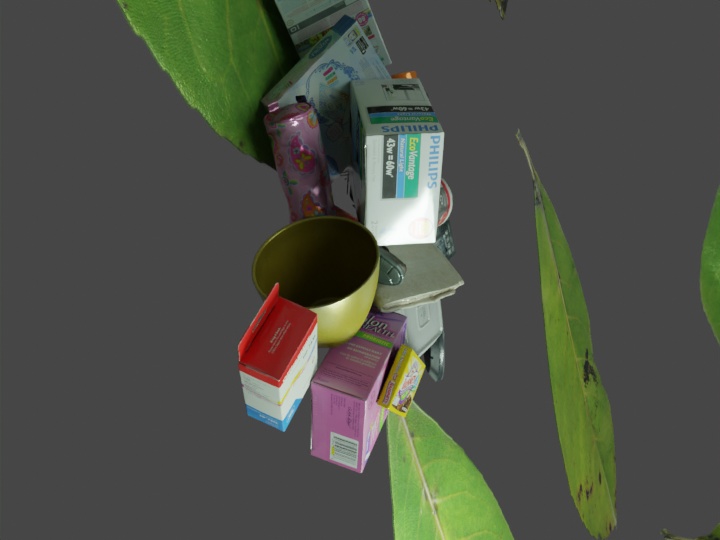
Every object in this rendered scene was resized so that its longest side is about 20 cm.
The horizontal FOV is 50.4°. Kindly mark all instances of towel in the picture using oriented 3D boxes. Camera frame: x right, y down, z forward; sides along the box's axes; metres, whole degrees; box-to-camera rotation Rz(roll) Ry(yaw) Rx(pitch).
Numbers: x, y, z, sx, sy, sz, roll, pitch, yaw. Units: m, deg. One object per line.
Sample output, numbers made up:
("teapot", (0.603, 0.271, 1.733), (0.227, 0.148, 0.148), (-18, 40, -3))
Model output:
("towel", (0.078, 0.003, 1.338), (0.197, 0.035, 0.133), (-11, 51, -35))

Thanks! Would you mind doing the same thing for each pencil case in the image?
("pencil case", (-0.096, -0.168, 1.221), (0.088, 0.085, 0.204), (-54, 139, -50))

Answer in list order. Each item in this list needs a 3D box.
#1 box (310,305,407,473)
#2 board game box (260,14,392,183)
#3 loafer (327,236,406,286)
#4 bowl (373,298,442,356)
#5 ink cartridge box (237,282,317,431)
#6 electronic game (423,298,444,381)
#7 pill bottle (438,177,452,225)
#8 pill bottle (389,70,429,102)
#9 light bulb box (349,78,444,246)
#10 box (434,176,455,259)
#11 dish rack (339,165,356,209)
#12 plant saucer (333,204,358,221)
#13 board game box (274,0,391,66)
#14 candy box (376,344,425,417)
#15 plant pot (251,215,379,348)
("box", (-0.002, 0.190, 1.266), (0.201, 0.095, 0.179), (-59, 159, -48))
("board game box", (-0.039, -0.283, 1.291), (0.199, 0.043, 0.200), (-45, 136, -3))
("loafer", (-0.007, -0.042, 1.270), (0.063, 0.196, 0.073), (-53, 159, -41))
("bowl", (0.087, 0.079, 1.413), (0.199, 0.073, 0.205), (-31, 120, -49))
("ink cartridge box", (-0.113, 0.124, 1.072), (0.202, 0.066, 0.117), (94, 21, -55))
("electronic game", (0.154, 0.128, 1.594), (0.200, 0.040, 0.206), (176, -90, -88))
("pill bottle", (0.086, -0.117, 1.437), (0.199, 0.109, 0.114), (-24, 105, -55))
("pill bottle", (0.100, -0.307, 1.594), (0.106, 0.104, 0.205), (-23, 104, -59))
("light bulb box", (0.052, -0.178, 1.239), (0.202, 0.121, 0.202), (-102, -170, -54))
("box", (0.147, -0.105, 1.693), (0.157, 0.050, 0.205), (-38, 118, -57))
("dish rack", (0.006, -0.205, 1.464), (0.152, 0.053, 0.205), (23, 67, -56))
("plant saucer", (0.000, 0.000, 1.394), (0.199, 0.036, 0.205), (26, 63, -56))
("board game box", (-0.049, -0.422, 1.307), (0.065, 0.145, 0.203), (-105, 171, -61))
("candy box", (0.072, 0.190, 1.292), (0.200, 0.026, 0.104), (52, 58, -72))
("plant pot", (-0.059, 0.035, 1.192), (0.144, 0.195, 0.202), (80, 25, -43))
